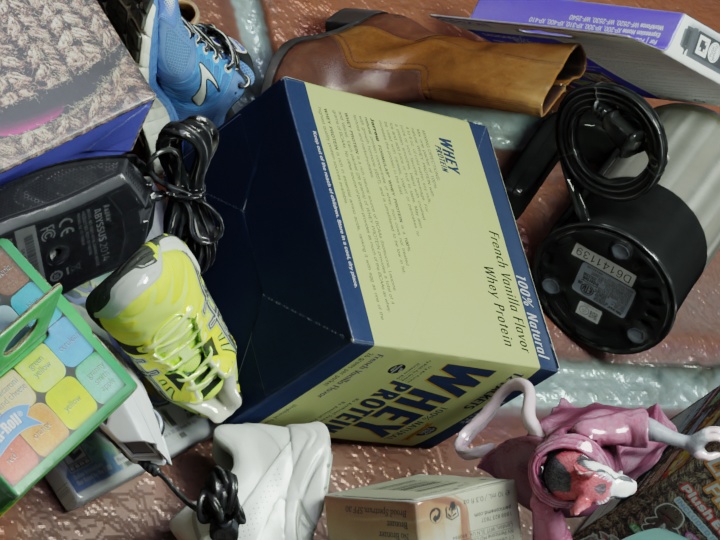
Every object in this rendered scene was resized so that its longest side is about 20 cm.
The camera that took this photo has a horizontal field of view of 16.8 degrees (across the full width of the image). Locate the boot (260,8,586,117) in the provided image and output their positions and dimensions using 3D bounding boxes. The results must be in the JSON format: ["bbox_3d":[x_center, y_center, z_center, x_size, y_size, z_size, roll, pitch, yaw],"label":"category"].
[{"bbox_3d":[0.044,-0.126,1.769,0.200,0.069,0.188,13,28,25],"label":"boot"}]

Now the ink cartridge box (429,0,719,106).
[{"bbox_3d":[0.188,-0.175,1.865,0.200,0.198,0.043,18,85,-48],"label":"ink cartridge box"}]

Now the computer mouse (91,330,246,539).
[{"bbox_3d":[-0.141,0.088,1.499,0.200,0.110,0.044,42,82,14],"label":"computer mouse"}]

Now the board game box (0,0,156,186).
[{"bbox_3d":[-0.256,-0.144,1.577,0.159,0.097,0.200,-29,81,-23],"label":"board game box"}]

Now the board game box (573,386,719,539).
[{"bbox_3d":[0.271,0.146,1.727,0.097,0.200,0.159,47,46,-1],"label":"board game box"}]

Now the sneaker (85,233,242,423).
[{"bbox_3d":[-0.111,0.038,1.508,0.075,0.200,0.076,-41,72,-2],"label":"sneaker"}]

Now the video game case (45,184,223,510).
[{"bbox_3d":[-0.165,0.043,1.607,0.200,0.022,0.182,-26,79,-43],"label":"video game case"}]

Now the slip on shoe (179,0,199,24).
[{"bbox_3d":[-0.198,-0.154,1.683,0.200,0.061,0.076,-8,67,-38],"label":"slip on shoe"}]

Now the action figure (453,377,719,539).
[{"bbox_3d":[0.139,0.114,1.538,0.149,0.134,0.200,37,6,8],"label":"action figure"}]

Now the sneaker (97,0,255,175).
[{"bbox_3d":[-0.122,-0.148,1.637,0.089,0.200,0.079,-25,63,-10],"label":"sneaker"}]

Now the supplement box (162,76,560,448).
[{"bbox_3d":[0.000,0.000,1.658,0.200,0.134,0.200,9,57,-44],"label":"supplement box"}]

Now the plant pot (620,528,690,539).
[{"bbox_3d":[0.193,0.270,1.612,0.200,0.201,0.161,-14,62,-41],"label":"plant pot"}]

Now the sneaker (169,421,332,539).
[{"bbox_3d":[-0.076,0.189,1.556,0.099,0.078,0.200,8,61,-3],"label":"sneaker"}]

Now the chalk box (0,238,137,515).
[{"bbox_3d":[-0.225,0.077,1.415,0.124,0.200,0.125,48,47,-1],"label":"chalk box"}]

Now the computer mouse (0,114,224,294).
[{"bbox_3d":[-0.186,-0.028,1.549,0.200,0.139,0.053,-22,50,-23],"label":"computer mouse"}]

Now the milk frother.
[{"bbox_3d":[0.221,-0.076,1.848,0.180,0.200,0.188,42,45,-2],"label":"milk frother"}]

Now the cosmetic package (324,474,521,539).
[{"bbox_3d":[0.047,0.234,1.532,0.087,0.103,0.200,-9,92,-37],"label":"cosmetic package"}]
